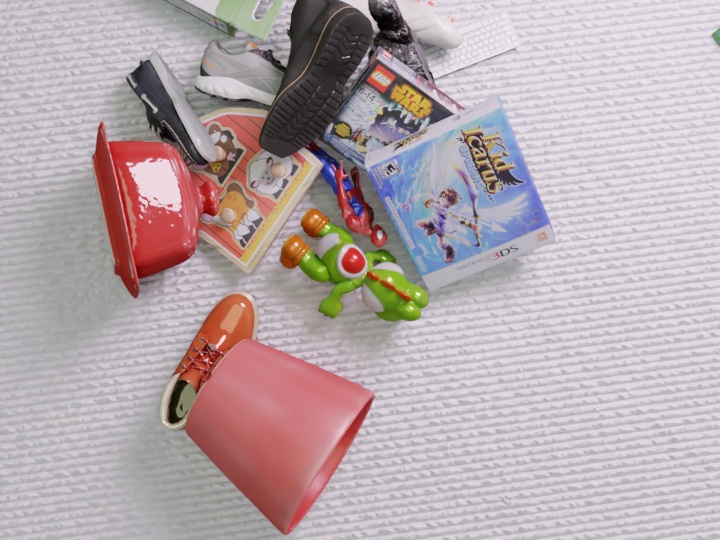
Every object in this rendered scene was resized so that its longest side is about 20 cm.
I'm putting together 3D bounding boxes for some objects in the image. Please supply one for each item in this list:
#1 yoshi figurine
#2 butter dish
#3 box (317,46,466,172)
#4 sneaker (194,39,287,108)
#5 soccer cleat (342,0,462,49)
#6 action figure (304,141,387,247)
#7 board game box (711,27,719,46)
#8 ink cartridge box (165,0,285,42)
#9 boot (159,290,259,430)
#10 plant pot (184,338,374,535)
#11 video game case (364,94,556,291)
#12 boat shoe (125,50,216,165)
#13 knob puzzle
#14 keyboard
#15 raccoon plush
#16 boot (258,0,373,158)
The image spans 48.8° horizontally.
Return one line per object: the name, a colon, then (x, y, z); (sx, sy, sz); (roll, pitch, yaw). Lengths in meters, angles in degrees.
yoshi figurine: (-0.003, 0.009, 1.046); (0.199, 0.112, 0.113); (32, 117, 11)
butter dish: (-0.250, -0.079, 0.998); (0.146, 0.200, 0.202); (-13, 88, -17)
box: (0.063, -0.169, 1.010); (0.199, 0.040, 0.137); (31, 125, -16)
sneaker: (-0.119, -0.254, 1.049); (0.197, 0.074, 0.080); (12, 101, 0)
soccer cleat: (0.042, -0.337, 1.072); (0.198, 0.069, 0.078); (30, 92, 7)
action figure: (-0.025, -0.116, 1.048); (0.051, 0.065, 0.201); (-34, 83, 20)
board game box: (0.601, -0.289, 1.098); (0.134, 0.029, 0.201); (-35, 89, -2)
ink cartridge box: (-0.191, -0.389, 1.068); (0.198, 0.059, 0.105); (27, 87, 0)
boot: (-0.194, 0.117, 1.021); (0.074, 0.107, 0.202); (27, 85, 2)
plant pot: (-0.106, 0.191, 0.985); (0.176, 0.200, 0.202); (32, 87, 10)
video game case: (0.127, -0.090, 0.999); (0.180, 0.046, 0.201); (-23, 118, 14)
boat shoe: (-0.247, -0.199, 1.031); (0.060, 0.076, 0.201); (-34, 56, 5)
knob puzzle: (-0.173, -0.126, 1.044); (0.217, 0.030, 0.223); (0, 91, 17)
keyboard: (0.120, -0.301, 1.096); (0.198, 0.011, 0.057); (-21, 88, -3)
raccoon plush: (0.010, -0.267, 1.019); (0.133, 0.097, 0.201); (-22, 124, 15)
boot: (-0.075, -0.254, 0.998); (0.201, 0.077, 0.139); (-50, 44, 14)
